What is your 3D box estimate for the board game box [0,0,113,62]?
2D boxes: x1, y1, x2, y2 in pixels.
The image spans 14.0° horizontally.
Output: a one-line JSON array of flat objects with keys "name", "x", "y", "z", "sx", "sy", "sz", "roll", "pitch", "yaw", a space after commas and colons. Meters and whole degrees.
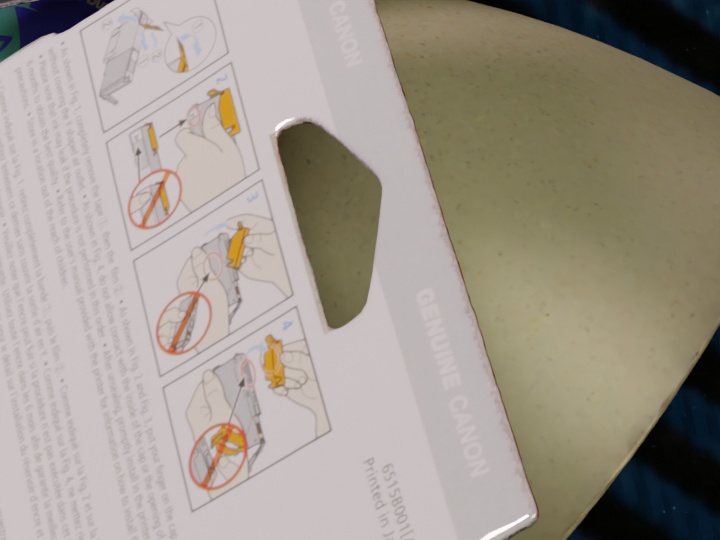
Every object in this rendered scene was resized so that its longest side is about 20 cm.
[{"name": "board game box", "x": -0.133, "y": -0.010, "z": 0.876, "sx": 0.152, "sy": 0.045, "sz": 0.200, "roll": 26, "pitch": 75, "yaw": -3}]

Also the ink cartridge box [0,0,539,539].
[{"name": "ink cartridge box", "x": -0.047, "y": 0.024, "z": 0.685, "sx": 0.174, "sy": 0.044, "sz": 0.200, "roll": -30, "pitch": 52, "yaw": 17}]

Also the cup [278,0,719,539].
[{"name": "cup", "x": 0.000, "y": 0.000, "z": 0.806, "sx": 0.143, "sy": 0.200, "sz": 0.200, "roll": 37, "pitch": 74, "yaw": -7}]

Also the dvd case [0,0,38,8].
[{"name": "dvd case", "x": -0.012, "y": -0.110, "z": 0.838, "sx": 0.200, "sy": 0.149, "sz": 0.016, "roll": -22, "pitch": 101, "yaw": -33}]
